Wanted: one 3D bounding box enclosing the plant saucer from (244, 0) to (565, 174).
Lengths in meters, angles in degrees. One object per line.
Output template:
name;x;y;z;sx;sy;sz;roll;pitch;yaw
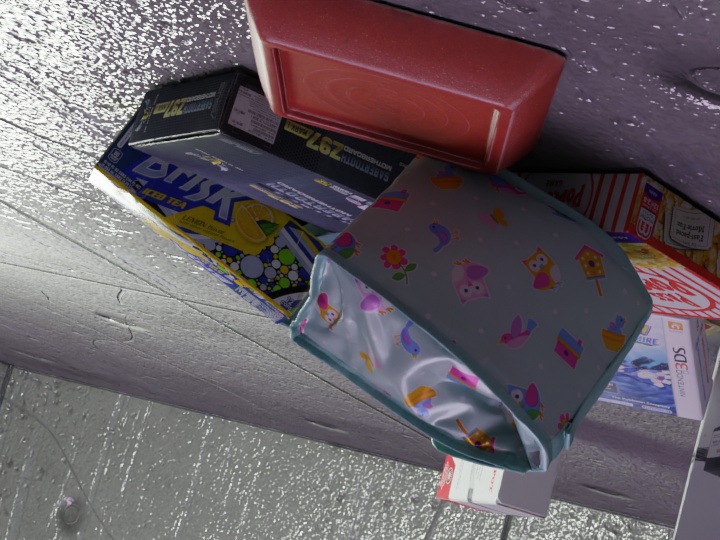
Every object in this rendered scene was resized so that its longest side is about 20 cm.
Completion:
plant saucer;0.020;-0.115;1.101;0.199;0.037;0.200;15;169;3

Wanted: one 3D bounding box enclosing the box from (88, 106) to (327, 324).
box;-0.122;-0.044;1.425;0.200;0.070;0.064;38;166;-7

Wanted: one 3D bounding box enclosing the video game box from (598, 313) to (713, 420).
video game box;0.199;0.055;1.507;0.199;0.047;0.182;9;149;21

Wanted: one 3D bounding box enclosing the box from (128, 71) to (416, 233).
box;-0.054;-0.085;1.321;0.199;0.051;0.157;23;168;-30

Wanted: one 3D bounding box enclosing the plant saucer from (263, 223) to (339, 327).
plant saucer;0.000;0.000;1.552;0.199;0.036;0.200;-2;151;-1

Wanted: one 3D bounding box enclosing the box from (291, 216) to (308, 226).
box;-0.046;-0.027;1.630;0.200;0.038;0.136;26;165;-40

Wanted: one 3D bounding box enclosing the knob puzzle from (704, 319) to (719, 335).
knob puzzle;0.227;0.037;1.565;0.219;0.031;0.220;16;169;3

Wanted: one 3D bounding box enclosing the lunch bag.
lunch bag;0.082;0.028;1.175;0.200;0.170;0.122;35;141;10

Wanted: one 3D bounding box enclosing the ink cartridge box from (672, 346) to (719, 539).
ink cartridge box;0.352;0.176;1.614;0.083;0.201;0.145;14;169;15

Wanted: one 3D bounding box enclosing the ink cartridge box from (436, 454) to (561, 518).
ink cartridge box;0.196;0.260;2.413;0.083;0.145;0.200;18;170;-18

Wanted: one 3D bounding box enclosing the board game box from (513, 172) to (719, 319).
board game box;0.202;-0.017;1.288;0.200;0.047;0.151;26;166;-40
